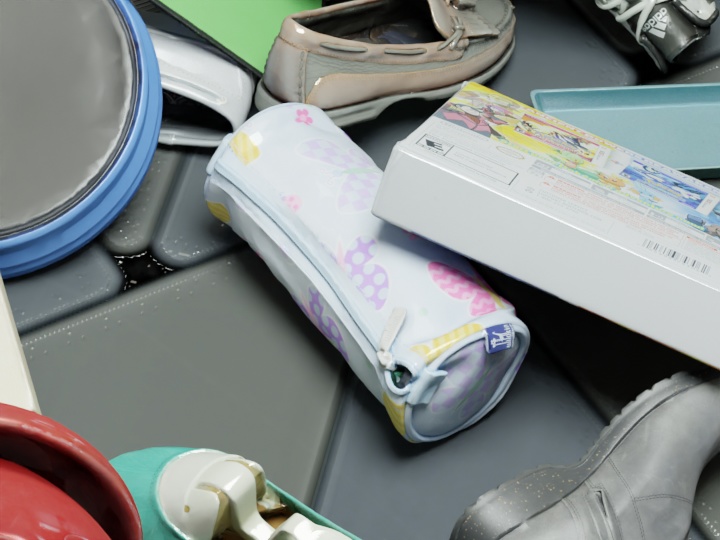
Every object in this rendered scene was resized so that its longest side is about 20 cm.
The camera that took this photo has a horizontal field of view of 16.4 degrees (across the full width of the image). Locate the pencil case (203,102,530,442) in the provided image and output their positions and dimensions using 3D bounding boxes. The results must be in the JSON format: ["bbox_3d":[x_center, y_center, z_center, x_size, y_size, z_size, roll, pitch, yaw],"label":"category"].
[{"bbox_3d":[0.000,0.000,1.306,0.090,0.083,0.200,-12,49,-38],"label":"pencil case"}]

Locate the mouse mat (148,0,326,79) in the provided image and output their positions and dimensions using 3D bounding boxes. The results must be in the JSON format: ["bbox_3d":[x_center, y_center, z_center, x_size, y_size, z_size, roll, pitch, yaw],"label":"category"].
[{"bbox_3d":[-0.075,-0.206,1.437,0.161,0.008,0.201,34,47,-33],"label":"mouse mat"}]

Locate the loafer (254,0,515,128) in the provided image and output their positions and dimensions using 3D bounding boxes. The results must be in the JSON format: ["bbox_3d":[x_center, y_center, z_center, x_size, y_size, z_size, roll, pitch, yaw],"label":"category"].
[{"bbox_3d":[0.023,-0.134,1.419,0.072,0.063,0.200,33,39,31],"label":"loafer"}]

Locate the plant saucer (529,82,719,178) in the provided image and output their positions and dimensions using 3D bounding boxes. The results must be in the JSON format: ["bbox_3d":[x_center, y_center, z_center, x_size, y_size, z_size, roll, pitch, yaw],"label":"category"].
[{"bbox_3d":[0.200,-0.080,1.452,0.199,0.019,0.070,-4,49,-10],"label":"plant saucer"}]

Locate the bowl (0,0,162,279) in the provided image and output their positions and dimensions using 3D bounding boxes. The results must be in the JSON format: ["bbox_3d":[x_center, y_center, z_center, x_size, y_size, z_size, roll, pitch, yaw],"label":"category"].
[{"bbox_3d":[-0.206,-0.095,1.339,0.200,0.039,0.202,1,72,-2],"label":"bowl"}]

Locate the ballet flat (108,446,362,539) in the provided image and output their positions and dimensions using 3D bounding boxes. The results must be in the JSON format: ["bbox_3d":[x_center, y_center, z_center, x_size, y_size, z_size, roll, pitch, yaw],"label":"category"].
[{"bbox_3d":[-0.043,0.127,1.195,0.200,0.071,0.067,31,52,19],"label":"ballet flat"}]

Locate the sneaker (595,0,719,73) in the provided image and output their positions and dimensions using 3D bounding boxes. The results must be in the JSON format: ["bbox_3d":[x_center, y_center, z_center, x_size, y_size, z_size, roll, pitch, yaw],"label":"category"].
[{"bbox_3d":[0.151,-0.181,1.448,0.200,0.076,0.115,12,36,-56],"label":"sneaker"}]

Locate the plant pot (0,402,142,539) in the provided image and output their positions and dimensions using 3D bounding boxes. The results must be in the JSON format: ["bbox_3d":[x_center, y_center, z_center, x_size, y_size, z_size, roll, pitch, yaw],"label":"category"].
[{"bbox_3d":[-0.180,0.170,1.057,0.199,0.201,0.183,-2,41,-10],"label":"plant pot"}]

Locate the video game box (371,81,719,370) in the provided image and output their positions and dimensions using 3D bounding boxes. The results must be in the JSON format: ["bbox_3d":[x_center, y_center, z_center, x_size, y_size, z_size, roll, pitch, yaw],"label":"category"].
[{"bbox_3d":[0.120,-0.028,1.313,0.199,0.047,0.182,24,22,8],"label":"video game box"}]

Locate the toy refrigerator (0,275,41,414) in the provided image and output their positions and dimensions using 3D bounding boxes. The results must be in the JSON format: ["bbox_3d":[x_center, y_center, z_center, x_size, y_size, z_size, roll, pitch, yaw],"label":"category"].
[{"bbox_3d":[-0.215,0.002,1.238,0.070,0.076,0.201,-17,69,-7],"label":"toy refrigerator"}]

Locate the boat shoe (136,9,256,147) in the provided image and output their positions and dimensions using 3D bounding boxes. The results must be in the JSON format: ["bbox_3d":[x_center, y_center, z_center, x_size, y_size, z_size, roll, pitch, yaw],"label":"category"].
[{"bbox_3d":[-0.159,-0.107,1.396,0.199,0.072,0.069,13,44,-10],"label":"boat shoe"}]

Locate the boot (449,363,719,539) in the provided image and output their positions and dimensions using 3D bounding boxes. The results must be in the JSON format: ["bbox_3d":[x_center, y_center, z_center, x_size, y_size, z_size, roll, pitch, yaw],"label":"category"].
[{"bbox_3d":[0.154,0.136,1.227,0.200,0.070,0.132,-32,62,-18],"label":"boot"}]

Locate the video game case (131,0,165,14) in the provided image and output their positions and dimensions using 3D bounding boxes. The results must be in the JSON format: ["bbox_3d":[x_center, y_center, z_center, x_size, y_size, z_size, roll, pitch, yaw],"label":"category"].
[{"bbox_3d":[-0.105,-0.220,1.531,0.181,0.023,0.200,-21,53,-24],"label":"video game case"}]
